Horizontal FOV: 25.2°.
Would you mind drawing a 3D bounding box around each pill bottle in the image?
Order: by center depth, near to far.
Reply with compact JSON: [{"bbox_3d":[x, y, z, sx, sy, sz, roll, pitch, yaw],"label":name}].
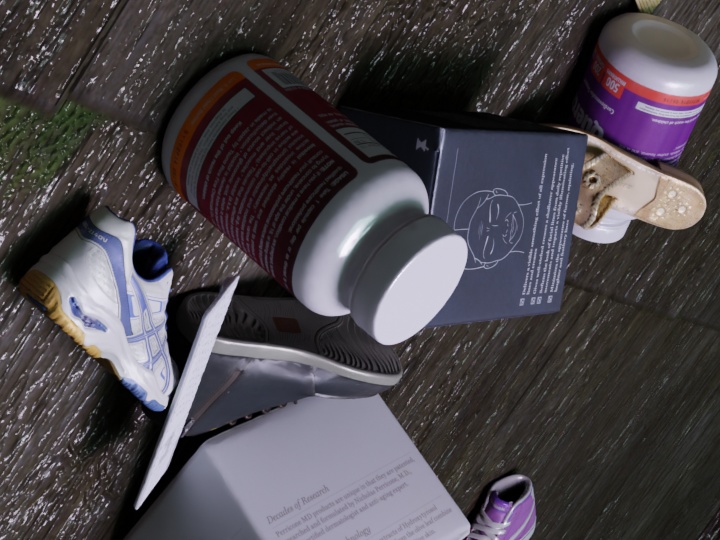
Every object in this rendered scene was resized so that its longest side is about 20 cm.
[{"bbox_3d":[-0.029,-0.045,1.056,0.113,0.200,0.114,-37,151,-24],"label":"pill bottle"},{"bbox_3d":[0.244,-0.127,1.490,0.112,0.112,0.202,-23,143,-43],"label":"pill bottle"}]

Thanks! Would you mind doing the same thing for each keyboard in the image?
[{"bbox_3d":[-0.128,0.091,1.170,0.056,0.011,0.201,-66,179,-54],"label":"keyboard"}]

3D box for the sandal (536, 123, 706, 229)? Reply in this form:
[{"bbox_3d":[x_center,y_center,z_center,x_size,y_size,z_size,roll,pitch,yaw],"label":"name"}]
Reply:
[{"bbox_3d":[0.211,-0.068,1.418,0.209,0.070,0.078,13,126,-12],"label":"sandal"}]

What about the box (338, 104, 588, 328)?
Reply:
[{"bbox_3d":[0.073,-0.045,1.259,0.199,0.106,0.151,-3,105,-51],"label":"box"}]

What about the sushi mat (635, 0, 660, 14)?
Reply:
[{"bbox_3d":[0.258,-0.299,1.403,0.096,0.012,0.200,-48,154,-2],"label":"sushi mat"}]

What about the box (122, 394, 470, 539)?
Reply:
[{"bbox_3d":[-0.061,0.227,1.343,0.199,0.172,0.199,-22,160,-45],"label":"box"}]

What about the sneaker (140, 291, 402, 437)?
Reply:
[{"bbox_3d":[-0.070,0.081,1.262,0.198,0.075,0.107,13,126,-28],"label":"sneaker"}]

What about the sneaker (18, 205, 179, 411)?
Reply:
[{"bbox_3d":[-0.153,0.029,1.099,0.088,0.075,0.200,-50,157,-10],"label":"sneaker"}]

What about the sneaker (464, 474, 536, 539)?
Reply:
[{"bbox_3d":[0.146,0.330,1.986,0.201,0.072,0.115,-47,152,-31],"label":"sneaker"}]
